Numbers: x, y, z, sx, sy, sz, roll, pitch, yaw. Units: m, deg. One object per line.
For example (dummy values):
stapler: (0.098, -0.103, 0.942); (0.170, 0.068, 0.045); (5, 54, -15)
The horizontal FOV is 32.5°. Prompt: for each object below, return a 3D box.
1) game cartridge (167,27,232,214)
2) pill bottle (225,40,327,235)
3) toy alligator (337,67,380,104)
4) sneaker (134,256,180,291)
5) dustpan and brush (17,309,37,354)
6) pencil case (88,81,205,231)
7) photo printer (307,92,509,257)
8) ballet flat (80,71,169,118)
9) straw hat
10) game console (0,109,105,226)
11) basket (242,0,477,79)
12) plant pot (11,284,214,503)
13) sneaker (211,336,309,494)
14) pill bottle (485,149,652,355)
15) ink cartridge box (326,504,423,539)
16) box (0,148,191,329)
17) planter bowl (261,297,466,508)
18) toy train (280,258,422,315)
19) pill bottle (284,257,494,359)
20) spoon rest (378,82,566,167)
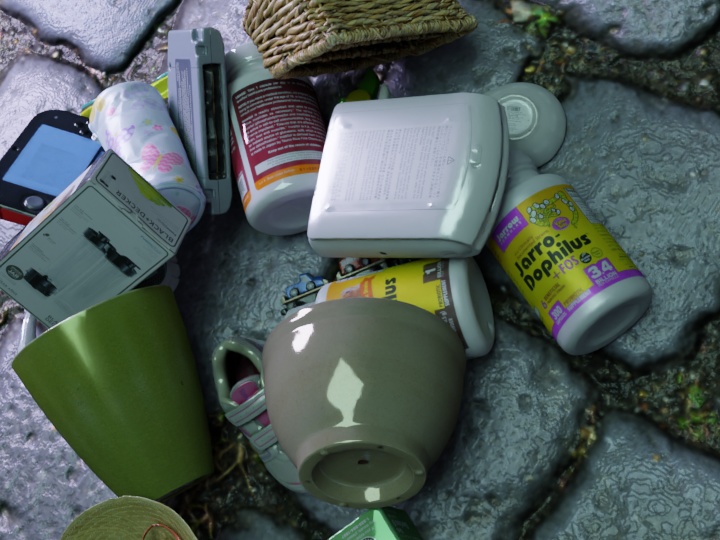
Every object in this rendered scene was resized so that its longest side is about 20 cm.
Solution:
game cartridge: (-0.182, -0.169, 1.378); (0.041, 0.133, 0.201); (-6, 102, -18)
pill bottle: (-0.093, -0.150, 1.362); (0.113, 0.113, 0.201); (-23, 67, 14)
toy alligator: (-0.001, -0.126, 1.347); (0.054, 0.059, 0.201); (-10, 70, 19)
sneaker: (-0.269, -0.061, 1.420); (0.077, 0.091, 0.200); (-30, 65, 11)
dustpan and brush: (-0.361, 0.021, 1.401); (0.140, 0.057, 0.201); (-46, 45, 49)
pencil case: (-0.237, -0.123, 1.360); (0.090, 0.083, 0.200); (-17, 49, -14)
photo printer: (0.053, -0.093, 1.223); (0.200, 0.069, 0.167); (0, 71, 35)
ballet flat: (-0.241, -0.198, 1.470); (0.199, 0.067, 0.067); (-20, 87, 14)
straw hat: (-0.214, 0.320, 1.279); (0.200, 0.085, 0.202); (2, 94, 25)
game console: (-0.313, -0.107, 1.392); (0.176, 0.031, 0.200); (14, 40, 3)
basket: (-0.007, -0.252, 1.313); (0.149, 0.200, 0.143); (56, 140, 25)
plant pot: (-0.240, 0.147, 1.312); (0.187, 0.187, 0.200); (-31, 81, 11)
sneaker: (-0.100, 0.149, 1.287); (0.081, 0.088, 0.200); (-42, 64, 6)
pill bottle: (0.189, -0.022, 1.213); (0.104, 0.104, 0.200); (-38, 64, 8)
ink cartridge box: (0.024, 0.348, 1.177); (0.145, 0.087, 0.200); (-36, 66, 8)
box: (-0.283, -0.023, 1.282); (0.200, 0.117, 0.060); (-36, 22, 34)
planter bowl: (0.002, 0.139, 1.166); (0.200, 0.200, 0.135); (-14, 47, 18)
toy train: (0.000, 0.000, 1.319); (0.200, 0.034, 0.046); (-24, 78, 14)
pill bottle: (0.028, 0.053, 1.253); (0.199, 0.109, 0.110); (-15, 69, 18)
spoon rest: (0.119, -0.161, 1.319); (0.199, 0.061, 0.100); (10, 79, 11)
